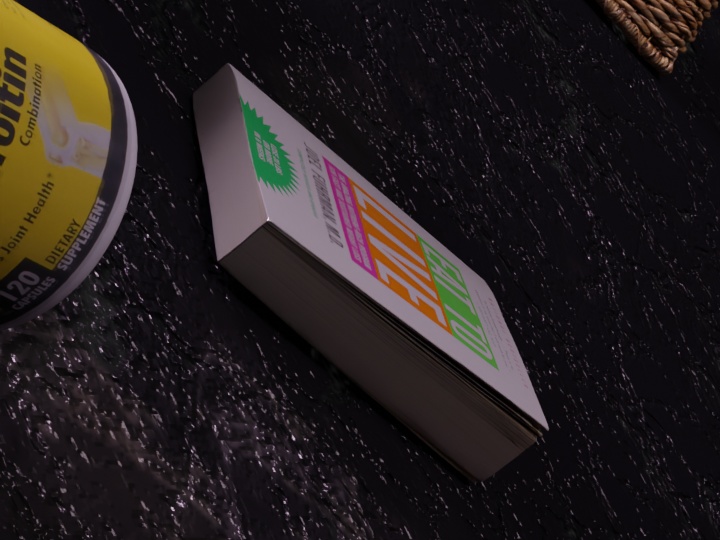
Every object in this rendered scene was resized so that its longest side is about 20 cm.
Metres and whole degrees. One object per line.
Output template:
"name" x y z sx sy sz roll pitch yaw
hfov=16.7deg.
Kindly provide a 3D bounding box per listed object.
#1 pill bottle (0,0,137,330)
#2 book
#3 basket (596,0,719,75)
"pill bottle" -0.174 -0.060 0.806 0.200 0.112 0.112 29 33 -49
"book" 0.000 0.000 1.200 0.200 0.048 0.134 39 23 -34
"basket" 0.204 -0.283 2.026 0.200 0.149 0.143 42 -8 -32
